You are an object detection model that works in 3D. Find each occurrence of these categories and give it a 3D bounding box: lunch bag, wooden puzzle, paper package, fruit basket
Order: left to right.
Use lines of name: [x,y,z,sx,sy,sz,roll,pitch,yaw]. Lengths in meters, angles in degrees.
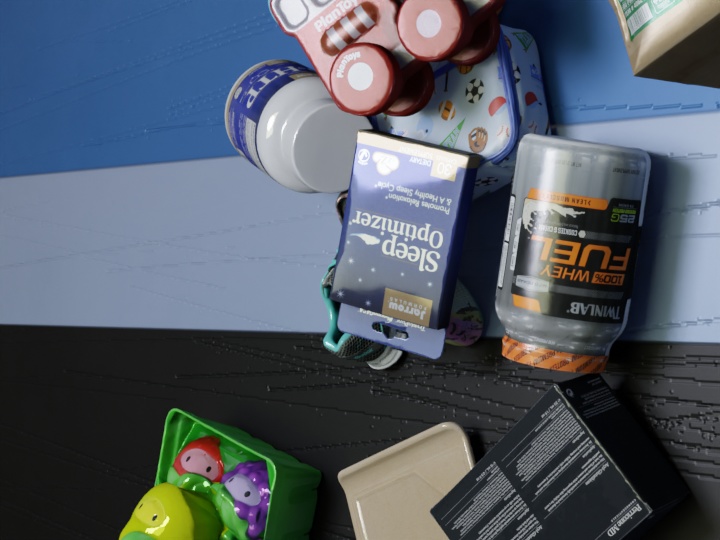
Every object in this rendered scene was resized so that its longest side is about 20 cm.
fruit basket: [-0.172,0.251,1.849,0.215,0.214,0.157,21,103,45]
wooden puzzle: [0.068,0.272,1.712,0.184,0.037,0.202,-30,72,42]
lunch bag: [0.091,-0.151,1.673,0.199,0.075,0.162,-24,69,43]
paper package: [0.319,-0.238,1.344,0.200,0.189,0.104,-36,63,41]

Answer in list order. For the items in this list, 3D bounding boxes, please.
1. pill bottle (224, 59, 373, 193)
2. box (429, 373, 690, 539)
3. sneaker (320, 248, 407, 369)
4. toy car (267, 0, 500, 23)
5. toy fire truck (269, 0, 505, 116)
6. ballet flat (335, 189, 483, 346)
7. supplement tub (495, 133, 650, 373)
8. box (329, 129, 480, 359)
pill bottle: [-0.059,-0.145,1.757,0.200,0.119,0.121,-144,64,-64]
box: [0.177,0.210,1.546,0.200,0.078,0.142,-49,65,34]
sneaker: [0.000,0.000,1.751,0.077,0.091,0.202,-7,83,45]
toy car: [0.043,-0.286,1.695,0.199,0.184,0.178,29,112,13]
toy fire truck: [0.027,-0.243,1.580,0.199,0.112,0.169,-36,80,22]
ballet flat: [0.039,0.000,1.684,0.069,0.071,0.201,-45,75,27]
supplement tub: [0.187,-0.016,1.528,0.122,0.122,0.202,14,99,46]
box: [0.038,-0.024,1.624,0.120,0.032,0.202,15,103,25]
